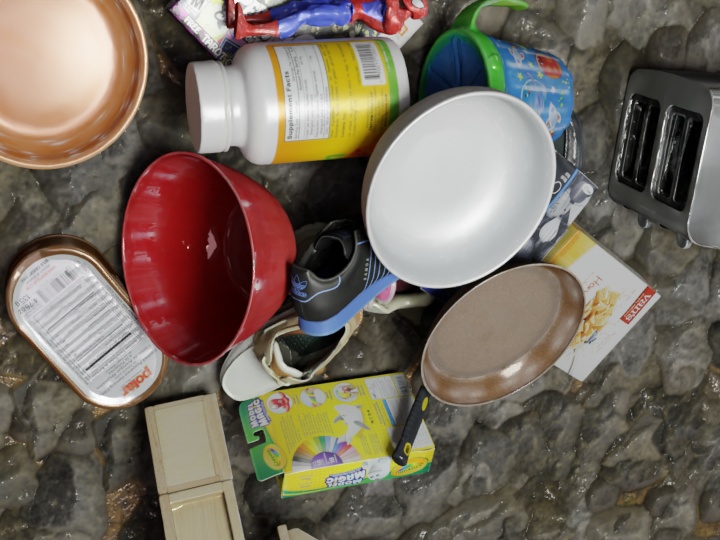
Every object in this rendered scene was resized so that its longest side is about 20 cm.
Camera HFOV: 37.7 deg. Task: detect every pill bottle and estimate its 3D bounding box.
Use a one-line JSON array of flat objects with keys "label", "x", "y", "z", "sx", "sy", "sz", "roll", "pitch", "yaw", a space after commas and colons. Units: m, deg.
[{"label": "pill bottle", "x": -0.061, "y": -0.160, "z": 0.997, "sx": 0.196, "sy": 0.111, "sz": 0.113, "roll": -7, "pitch": 110, "yaw": -18}]

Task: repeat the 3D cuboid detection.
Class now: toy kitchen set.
[{"label": "toy kitchen set", "x": -0.138, "y": 0.258, "z": 1.173, "sx": 0.160, "sy": 0.183, "sz": 0.201, "roll": -11, "pitch": 151, "yaw": -12}]

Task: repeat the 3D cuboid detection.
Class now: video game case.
[{"label": "video game case", "x": -0.062, "y": -0.253, "z": 1.048, "sx": 0.181, "sy": 0.036, "sz": 0.200, "roll": -46, "pitch": 116, "yaw": -1}]

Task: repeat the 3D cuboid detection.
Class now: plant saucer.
[{"label": "plant saucer", "x": 0.148, "y": 0.064, "z": 1.128, "sx": 0.197, "sy": 0.032, "sz": 0.203, "roll": -17, "pitch": 135, "yaw": -17}, {"label": "plant saucer", "x": -0.299, "y": -0.198, "z": 0.983, "sx": 0.196, "sy": 0.037, "sz": 0.204, "roll": -6, "pitch": 109, "yaw": -17}]

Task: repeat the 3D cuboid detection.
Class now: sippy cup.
[{"label": "sippy cup", "x": 0.148, "y": -0.180, "z": 1.103, "sx": 0.128, "sy": 0.141, "sz": 0.179, "roll": -2, "pitch": 135, "yaw": -29}]

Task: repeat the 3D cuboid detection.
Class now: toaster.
[{"label": "toaster", "x": 0.377, "y": -0.132, "z": 1.164, "sx": 0.116, "sy": 0.181, "sz": 0.204, "roll": 2, "pitch": 108, "yaw": -18}]

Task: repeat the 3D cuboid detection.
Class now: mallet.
[{"label": "mallet", "x": 0.069, "y": 0.119, "z": 1.159, "sx": 0.066, "sy": 0.041, "sz": 0.201, "roll": 53, "pitch": 45, "yaw": -23}]

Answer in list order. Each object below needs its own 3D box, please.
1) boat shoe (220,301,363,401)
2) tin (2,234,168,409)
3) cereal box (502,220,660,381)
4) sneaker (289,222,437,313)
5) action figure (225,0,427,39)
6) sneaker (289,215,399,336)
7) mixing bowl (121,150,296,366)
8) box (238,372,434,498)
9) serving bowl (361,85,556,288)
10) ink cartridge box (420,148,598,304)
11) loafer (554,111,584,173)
[{"label": "boat shoe", "x": -0.079, "y": 0.081, "z": 1.099, "sx": 0.075, "sy": 0.069, "sz": 0.199, "roll": 41, "pitch": 118, "yaw": -17}, {"label": "tin", "x": -0.278, "y": 0.056, "z": 1.076, "sx": 0.111, "sy": 0.042, "sz": 0.201, "roll": -37, "pitch": 116, "yaw": 0}, {"label": "cereal box", "x": 0.244, "y": 0.036, "z": 1.211, "sx": 0.199, "sy": 0.040, "sz": 0.144, "roll": 29, "pitch": 107, "yaw": -41}, {"label": "sneaker", "x": 0.000, "y": 0.000, "z": 1.126, "sx": 0.196, "sy": 0.088, "sz": 0.083, "roll": 0, "pitch": 108, "yaw": -19}, {"label": "action figure", "x": -0.025, "y": -0.271, "z": 0.997, "sx": 0.196, "sy": 0.065, "sz": 0.101, "roll": -4, "pitch": 120, "yaw": -19}, {"label": "sneaker", "x": 0.002, "y": -0.023, "z": 1.040, "sx": 0.200, "sy": 0.069, "sz": 0.079, "roll": -47, "pitch": 142, "yaw": -36}, {"label": "mixing bowl", "x": -0.134, "y": -0.017, "z": 1.036, "sx": 0.107, "sy": 0.198, "sz": 0.204, "roll": -9, "pitch": 114, "yaw": -48}, {"label": "box", "x": -0.029, "y": 0.180, "z": 1.157, "sx": 0.196, "sy": 0.118, "sz": 0.049, "roll": -5, "pitch": 132, "yaw": -18}, {"label": "serving bowl", "x": 0.086, "y": -0.087, "z": 1.005, "sx": 0.196, "sy": 0.066, "sz": 0.203, "roll": -12, "pitch": 125, "yaw": -17}, {"label": "ink cartridge box", "x": 0.157, "y": -0.034, "z": 1.110, "sx": 0.099, "sy": 0.039, "sz": 0.201, "roll": 26, "pitch": 105, "yaw": -46}, {"label": "loafer", "x": 0.200, "y": -0.082, "z": 1.176, "sx": 0.069, "sy": 0.068, "sz": 0.204, "roll": -7, "pitch": 114, "yaw": -38}]
